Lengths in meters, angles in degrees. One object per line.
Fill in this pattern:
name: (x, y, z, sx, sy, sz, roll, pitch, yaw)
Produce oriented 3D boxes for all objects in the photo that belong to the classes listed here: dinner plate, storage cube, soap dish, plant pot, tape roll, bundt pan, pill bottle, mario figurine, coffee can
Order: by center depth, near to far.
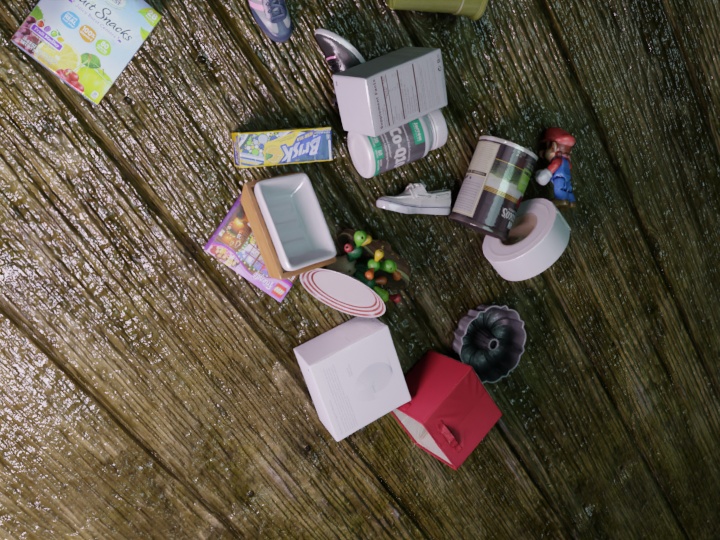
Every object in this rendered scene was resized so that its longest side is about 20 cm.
soap dish: (-0.147, -0.089, 1.334, 0.156, 0.081, 0.203, -19, 88, -45)
plant pot: (0.144, -0.611, 1.354, 0.187, 0.200, 0.204, -9, 106, -8)
dinner plate: (-0.036, 0.043, 1.413, 0.199, 0.199, 0.025, 34, 64, -26)
pill bottle: (0.080, -0.283, 1.425, 0.198, 0.113, 0.115, -24, 111, -18)
coffee can: (0.307, -0.190, 1.531, 0.145, 0.146, 0.203, 19, 94, -27)
tape roll: (0.391, -0.075, 1.566, 0.203, 0.202, 0.071, -48, 115, -7)
storage cube: (0.194, 0.326, 1.579, 0.180, 0.199, 0.172, -44, 115, -16)
mario figurine: (0.472, -0.249, 1.621, 0.104, 0.123, 0.204, -3, 83, 8)
bundt pan: (0.314, 0.176, 1.659, 0.199, 0.076, 0.206, -6, 104, -23)

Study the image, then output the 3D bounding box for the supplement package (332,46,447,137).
supplement package: (0.062, -0.364, 1.335, 0.198, 0.116, 0.119, -28, 122, -26)

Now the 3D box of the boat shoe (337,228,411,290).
boat shoe: (0.034, -0.035, 1.495, 0.199, 0.072, 0.068, 35, 54, -19)

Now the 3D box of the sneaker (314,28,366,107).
sneaker: (-0.037, -0.400, 1.367, 0.200, 0.070, 0.100, 40, 80, -31)

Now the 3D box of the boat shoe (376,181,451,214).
boat shoe: (0.124, -0.166, 1.497, 0.197, 0.071, 0.071, 0, 103, -28)

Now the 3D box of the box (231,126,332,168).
box: (-0.158, -0.253, 1.351, 0.197, 0.064, 0.071, -9, 105, -22)

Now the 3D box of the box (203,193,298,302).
box: (-0.209, -0.045, 1.391, 0.199, 0.039, 0.138, 37, 86, -27)

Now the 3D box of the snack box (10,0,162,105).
snack box: (-0.478, -0.425, 1.164, 0.168, 0.068, 0.201, 36, 84, -26)

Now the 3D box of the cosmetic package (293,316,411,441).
cosmetic package: (-0.019, 0.236, 1.497, 0.198, 0.123, 0.202, -25, 111, -18)

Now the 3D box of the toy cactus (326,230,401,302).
toy cactus: (0.000, 0.000, 1.431, 0.201, 0.163, 0.103, 57, 46, -46)

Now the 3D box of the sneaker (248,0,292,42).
sneaker: (-0.182, -0.536, 1.263, 0.070, 0.082, 0.202, -32, 113, -14)
